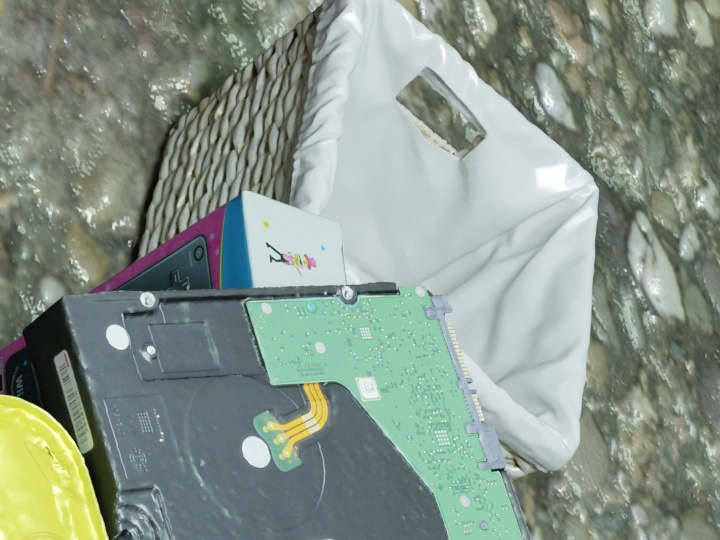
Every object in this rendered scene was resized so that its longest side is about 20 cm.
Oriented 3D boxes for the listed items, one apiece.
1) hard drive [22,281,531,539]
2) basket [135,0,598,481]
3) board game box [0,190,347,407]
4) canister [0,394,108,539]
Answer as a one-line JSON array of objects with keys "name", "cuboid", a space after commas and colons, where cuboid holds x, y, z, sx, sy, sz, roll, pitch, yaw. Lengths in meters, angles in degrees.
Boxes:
[{"name": "hard drive", "cuboid": [-0.027, 0.075, 1.046, 0.199, 0.038, 0.141, -3, 67, -42]}, {"name": "basket", "cuboid": [0.000, 0.000, 1.367, 0.198, 0.160, 0.201, 38, 42, -28]}, {"name": "board game box", "cuboid": [-0.087, 0.076, 1.172, 0.064, 0.199, 0.148, 19, 52, -43]}, {"name": "canister", "cuboid": [-0.178, 0.152, 1.001, 0.086, 0.200, 0.149, 0, 66, -42]}]
